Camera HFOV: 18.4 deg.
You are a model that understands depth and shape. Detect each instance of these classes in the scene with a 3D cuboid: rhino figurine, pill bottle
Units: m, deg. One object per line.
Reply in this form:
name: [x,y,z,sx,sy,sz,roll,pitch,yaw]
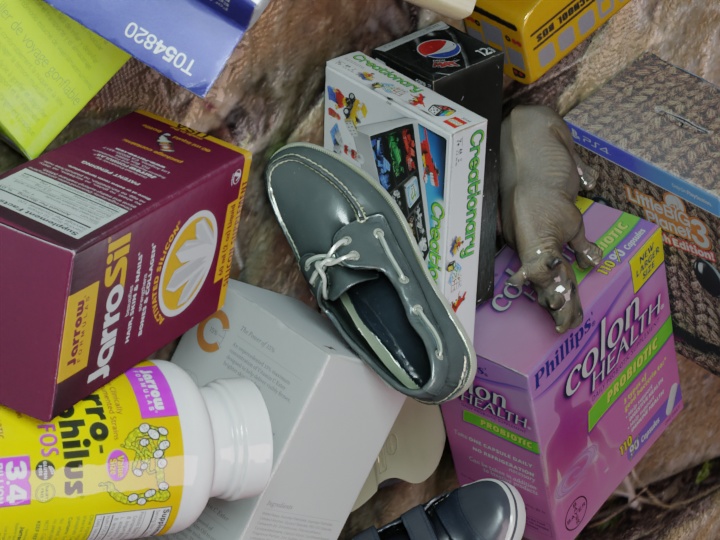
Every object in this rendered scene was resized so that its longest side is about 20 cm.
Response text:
rhino figurine: [0.129,-0.034,1.563,0.060,0.200,0.087,-20,136,22]
pill bottle: [-0.156,0.106,1.298,0.200,0.104,0.105,-5,118,-27]

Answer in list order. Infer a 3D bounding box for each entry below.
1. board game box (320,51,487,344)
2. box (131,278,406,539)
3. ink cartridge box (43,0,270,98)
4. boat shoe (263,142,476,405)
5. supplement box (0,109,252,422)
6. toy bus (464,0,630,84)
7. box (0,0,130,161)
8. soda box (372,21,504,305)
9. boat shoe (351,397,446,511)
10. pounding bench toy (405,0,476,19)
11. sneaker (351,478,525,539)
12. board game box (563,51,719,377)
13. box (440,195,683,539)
board game box: [0.025,-0.031,1.479,0.035,0.126,0.200,-23,130,-35]
box: [-0.074,0.124,1.478,0.097,0.124,0.200,17,101,-50]
ink cartridge box: [-0.113,-0.225,1.173,0.200,0.199,0.041,-59,180,0]
boat shoe: [0.000,0.000,1.424,0.073,0.200,0.062,-39,170,20]
supplement box: [-0.153,-0.008,1.287,0.200,0.085,0.111,-36,142,-57]
toy bus: [0.161,-0.221,1.546,0.200,0.065,0.078,-41,138,-21]
box: [-0.157,-0.173,1.258,0.200,0.048,0.122,-48,140,-10]
soda box: [0.052,-0.064,1.534,0.071,0.063,0.200,-25,131,-34]
boat shoe: [0.000,0.129,1.602,0.200,0.062,0.071,-24,108,-58]
pounding bench toy: [0.033,-0.257,1.257,0.124,0.200,0.156,9,123,-50]
sneaker: [0.032,0.223,1.650,0.200,0.079,0.079,-43,142,18]
board game box: [0.255,-0.037,1.688,0.097,0.159,0.200,-38,136,-23]
box: [0.151,0.076,1.682,0.176,0.097,0.200,-45,139,-30]
